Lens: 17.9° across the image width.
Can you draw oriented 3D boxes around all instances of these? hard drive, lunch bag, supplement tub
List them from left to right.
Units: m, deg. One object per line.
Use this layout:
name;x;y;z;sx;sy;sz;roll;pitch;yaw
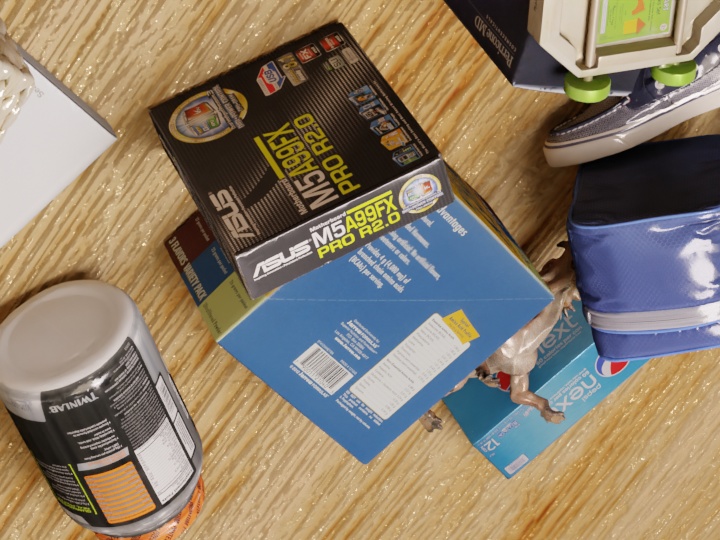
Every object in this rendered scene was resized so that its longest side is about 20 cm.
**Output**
hard drive;-0.287;-0.067;1.626;0.200;0.027;0.132;-43;131;7
supplement tub;-0.194;0.115;1.741;0.122;0.123;0.200;-26;131;-7
lunch bag;0.237;-0.014;1.768;0.135;0.200;0.133;-6;111;15

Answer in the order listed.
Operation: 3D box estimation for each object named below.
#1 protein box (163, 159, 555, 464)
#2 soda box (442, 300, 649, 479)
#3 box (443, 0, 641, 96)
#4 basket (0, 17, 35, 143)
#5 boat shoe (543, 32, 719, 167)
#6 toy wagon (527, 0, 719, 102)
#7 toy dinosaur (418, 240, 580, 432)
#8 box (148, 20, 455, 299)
protein box;0.000;0.000;1.743;0.200;0.135;0.198;-42;131;7
soda box;0.171;0.079;1.929;0.200;0.068;0.064;-40;132;6
box;0.151;-0.246;1.630;0.104;0.148;0.201;2;122;-27
basket;-0.308;-0.141;1.453;0.123;0.200;0.136;20;114;-42
boat shoe;0.224;-0.158;1.793;0.199;0.075;0.093;-23;103;3
toy wagon;0.212;-0.199;1.571;0.199;0.040;0.156;-11;128;-19
toy dinosaur;0.098;0.051;1.860;0.199;0.136;0.086;-7;145;17
box;-0.044;-0.082;1.618;0.160;0.200;0.044;-25;131;-7
